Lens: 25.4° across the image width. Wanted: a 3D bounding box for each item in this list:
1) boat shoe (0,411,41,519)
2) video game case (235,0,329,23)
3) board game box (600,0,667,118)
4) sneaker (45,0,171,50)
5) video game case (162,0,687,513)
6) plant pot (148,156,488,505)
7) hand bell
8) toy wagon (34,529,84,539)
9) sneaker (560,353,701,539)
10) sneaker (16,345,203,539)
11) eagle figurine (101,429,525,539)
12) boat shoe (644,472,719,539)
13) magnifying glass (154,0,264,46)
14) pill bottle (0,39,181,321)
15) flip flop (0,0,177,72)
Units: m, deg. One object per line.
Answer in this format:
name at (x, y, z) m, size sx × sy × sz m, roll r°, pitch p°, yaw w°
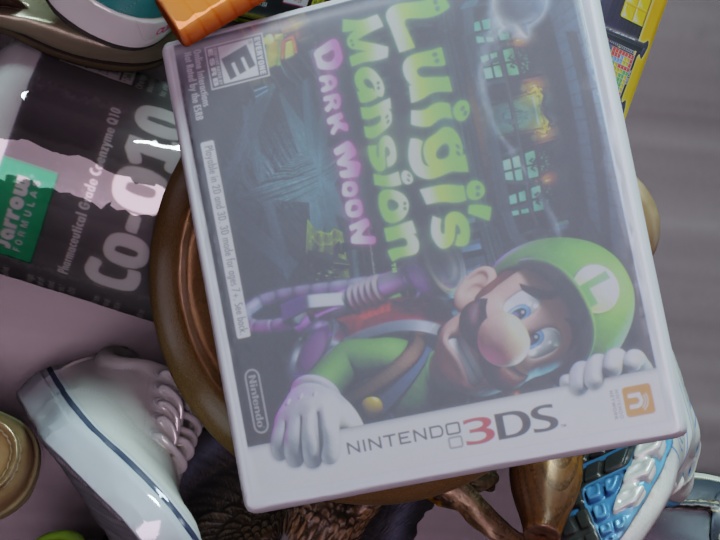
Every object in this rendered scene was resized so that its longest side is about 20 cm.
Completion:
boat shoe at (-0.249, 0.078, 0.735) m, size 0.200 × 0.063 × 0.073 m, roll 7°, pitch 66°, yaw -9°
video game case at (0.024, -0.200, 0.750) m, size 0.025 × 0.181 × 0.200 m, roll 18°, pitch 92°, yaw -46°
board game box at (0.050, -0.070, 0.757) m, size 0.057 × 0.165 × 0.200 m, roll 18°, pitch 91°, yaw -30°
sneaker at (-0.071, -0.190, 0.704) m, size 0.084 × 0.200 × 0.121 m, roll 30°, pitch 124°, yaw -10°
video game case at (0.022, -0.016, 0.644) m, size 0.181 × 0.023 × 0.200 m, roll -12°, pitch 84°, yaw 13°
plant pot at (0.000, 0.000, 0.675) m, size 0.200 × 0.027 × 0.200 m, roll -1°, pitch 87°, yaw 13°
hand bell at (0.089, 0.044, 0.746) m, size 0.104 × 0.200 × 0.104 m, roll 5°, pitch 132°, yaw 5°
toy wagon at (-0.115, 0.194, 0.770) m, size 0.040 × 0.200 × 0.155 m, roll -42°, pitch 128°, yaw -41°
sneaker at (0.137, 0.092, 0.781) m, size 0.075 × 0.200 × 0.087 m, roll -22°, pitch 111°, yaw 27°
sneaker at (-0.106, 0.075, 0.735) m, size 0.071 × 0.200 × 0.073 m, roll -34°, pitch 117°, yaw -12°
eagle figurine at (-0.027, 0.131, 0.792) m, size 0.151 × 0.200 × 0.152 m, roll -7°, pitch 61°, yaw -38°
boat shoe at (0.214, 0.158, 0.853) m, size 0.200 × 0.062 × 0.075 m, roll 16°, pitch 94°, yaw -9°
magnifying glass at (0.006, -0.153, 0.656) m, size 0.200 × 0.022 × 0.080 m, roll -33°, pitch 88°, yaw -6°
pill bottle at (-0.131, -0.044, 0.762) m, size 0.200 × 0.113 × 0.113 m, roll 18°, pitch 92°, yaw -9°
flip flop at (-0.168, -0.139, 0.703) m, size 0.200 × 0.058 × 0.081 m, roll 13°, pitch 59°, yaw -17°
